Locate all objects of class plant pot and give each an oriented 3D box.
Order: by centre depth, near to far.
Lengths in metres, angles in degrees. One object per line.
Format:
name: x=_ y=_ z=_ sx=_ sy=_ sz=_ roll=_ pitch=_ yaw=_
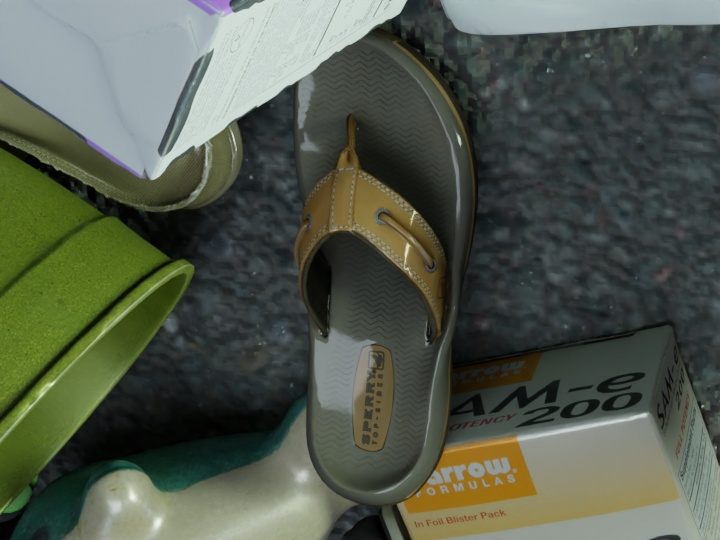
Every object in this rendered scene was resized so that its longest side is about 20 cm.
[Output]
plant pot: x=-0.206 y=0.010 z=0.913 sx=0.193 sy=0.200 sz=0.200 roll=41 pitch=123 yaw=3

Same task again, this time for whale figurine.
whale figurine: x=-0.075 y=0.115 z=1.023 sx=0.200 sy=0.104 sz=0.159 roll=-40 pitch=136 yaw=11

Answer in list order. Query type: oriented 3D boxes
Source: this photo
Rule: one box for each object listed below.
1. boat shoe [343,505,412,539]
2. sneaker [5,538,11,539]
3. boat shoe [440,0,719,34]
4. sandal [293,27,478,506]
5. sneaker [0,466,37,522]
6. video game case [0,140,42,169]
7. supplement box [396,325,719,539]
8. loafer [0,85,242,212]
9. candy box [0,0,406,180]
boat shoe: x=0.022 y=0.193 z=1.034 sx=0.063 sy=0.074 sz=0.201 roll=-16 pitch=127 yaw=1
sneaker: x=-0.235 y=0.166 z=1.047 sx=0.115 sy=0.200 sz=0.075 roll=-11 pitch=78 yaw=31
boat shoe: x=0.121 y=-0.128 z=0.831 sx=0.200 sy=0.069 sz=0.057 roll=-4 pitch=119 yaw=20
sandal: x=0.000 y=0.000 z=0.911 sx=0.082 sy=0.055 sz=0.200 roll=7 pitch=97 yaw=23
sneaker: x=-0.238 y=0.091 z=1.064 sx=0.200 sy=0.077 sz=0.084 roll=7 pitch=129 yaw=23
video game case: x=-0.185 y=-0.125 z=0.940 sx=0.181 sy=0.026 sz=0.200 roll=40 pitch=122 yaw=-10
supplement box: x=0.103 y=0.134 z=0.989 sx=0.126 sy=0.074 sz=0.200 roll=-13 pitch=116 yaw=22
loafer: x=-0.138 y=-0.085 z=0.896 sx=0.200 sy=0.067 sz=0.076 roll=36 pitch=122 yaw=-8
candy box: x=-0.080 y=-0.134 z=0.783 sx=0.168 sy=0.200 sz=0.072 roll=34 pitch=123 yaw=10
